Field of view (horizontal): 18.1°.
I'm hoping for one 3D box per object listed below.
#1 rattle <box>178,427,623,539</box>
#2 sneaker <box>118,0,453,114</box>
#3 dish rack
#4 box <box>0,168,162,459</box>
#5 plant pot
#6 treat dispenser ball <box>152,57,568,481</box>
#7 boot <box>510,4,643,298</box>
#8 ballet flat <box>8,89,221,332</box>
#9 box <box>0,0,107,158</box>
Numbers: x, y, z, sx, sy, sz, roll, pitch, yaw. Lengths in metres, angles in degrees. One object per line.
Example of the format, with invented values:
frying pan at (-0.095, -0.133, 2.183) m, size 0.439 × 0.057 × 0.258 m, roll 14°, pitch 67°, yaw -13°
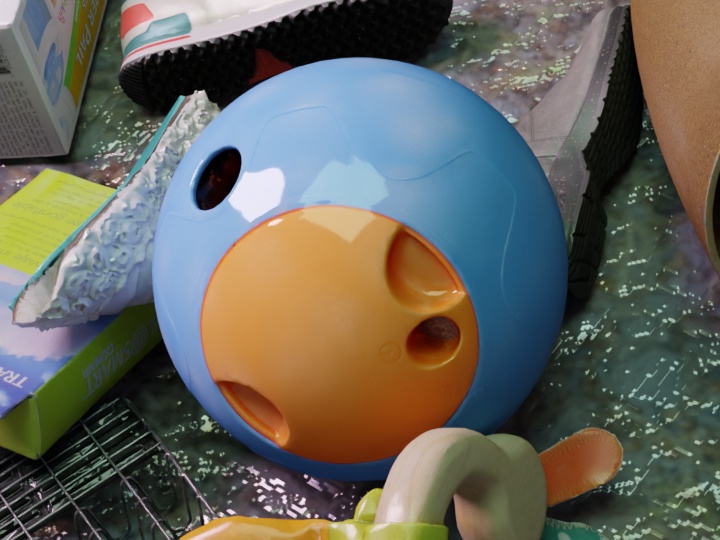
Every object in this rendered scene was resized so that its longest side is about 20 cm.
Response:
rattle at (0.023, 0.127, 1.041) m, size 0.142 × 0.131 × 0.200 m, roll -21°, pitch 12°, yaw 31°
sneaker at (-0.048, -0.160, 1.317) m, size 0.198 × 0.070 × 0.094 m, roll -13°, pitch 56°, yaw 5°
dish rack at (-0.126, 0.158, 1.098) m, size 0.153 × 0.055 × 0.200 m, roll -31°, pitch 51°, yaw -14°
box at (-0.173, 0.023, 1.177) m, size 0.121 × 0.048 × 0.200 m, roll 17°, pitch 38°, yaw 24°
plant pot at (0.221, -0.100, 1.163) m, size 0.185 × 0.187 × 0.200 m, roll -22°, pitch 37°, yaw -6°
treat dispenser ball at (0.000, 0.000, 1.082) m, size 0.199 × 0.201 × 0.202 m, roll -6°, pitch 51°, yaw 8°
boot at (0.076, -0.070, 1.228) m, size 0.130 × 0.068 × 0.201 m, roll 4°, pitch 52°, yaw 23°
ballet flat at (-0.105, -0.024, 1.156) m, size 0.071 × 0.072 × 0.200 m, roll 10°, pitch 37°, yaw 19°
box at (-0.216, -0.176, 1.340) m, size 0.101 × 0.113 × 0.201 m, roll -2°, pitch 52°, yaw 13°
